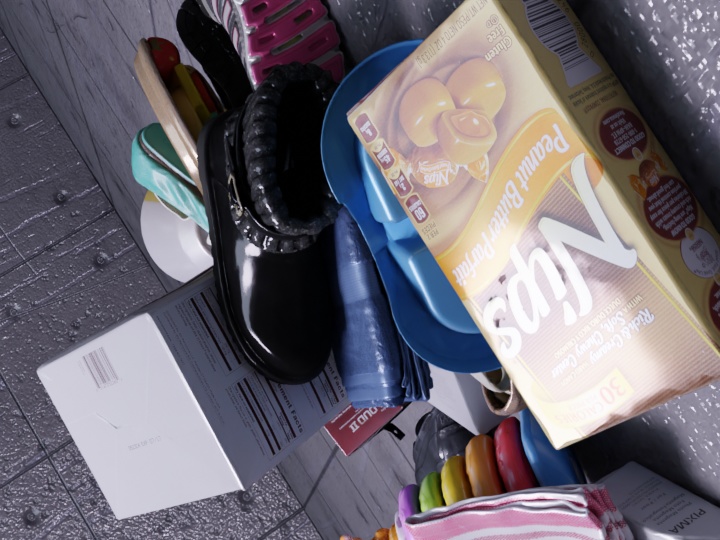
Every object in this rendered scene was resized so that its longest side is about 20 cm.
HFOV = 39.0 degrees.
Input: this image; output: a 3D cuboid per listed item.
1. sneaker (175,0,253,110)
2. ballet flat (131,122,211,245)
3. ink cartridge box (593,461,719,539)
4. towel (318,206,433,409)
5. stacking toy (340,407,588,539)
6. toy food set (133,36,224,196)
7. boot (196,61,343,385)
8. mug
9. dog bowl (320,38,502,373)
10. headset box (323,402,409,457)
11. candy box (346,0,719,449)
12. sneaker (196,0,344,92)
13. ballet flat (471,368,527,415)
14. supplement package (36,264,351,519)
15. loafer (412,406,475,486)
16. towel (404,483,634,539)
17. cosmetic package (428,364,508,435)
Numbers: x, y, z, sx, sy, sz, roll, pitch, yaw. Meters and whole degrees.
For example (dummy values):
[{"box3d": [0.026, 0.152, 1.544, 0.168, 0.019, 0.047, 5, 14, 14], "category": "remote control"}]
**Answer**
[{"box3d": [-0.087, -0.151, 0.903, 0.202, 0.075, 0.088, 61, 179, 6], "category": "sneaker"}, {"box3d": [-0.153, -0.068, 1.037, 0.199, 0.067, 0.071, 39, 138, 2], "category": "ballet flat"}, {"box3d": [0.232, 0.219, 0.608, 0.164, 0.056, 0.200, 64, 169, -18], "category": "ink cartridge box"}, {"box3d": [0.000, 0.000, 0.747, 0.111, 0.048, 0.204, 162, 94, -69], "category": "towel"}, {"box3d": [0.067, 0.183, 0.734, 0.117, 0.197, 0.110, 62, -167, -9], "category": "stacking toy"}, {"box3d": [-0.142, -0.124, 0.928, 0.200, 0.048, 0.200, 61, 179, 19], "category": "toy food set"}, {"box3d": [-0.047, -0.021, 0.677, 0.157, 0.078, 0.215, -2, 107, 63], "category": "boot"}, {"box3d": [-0.172, -0.069, 1.146, 0.189, 0.148, 0.153, 61, 164, -14], "category": "mug"}, {"box3d": [0.047, -0.038, 0.599, 0.202, 0.110, 0.050, 63, 177, -18], "category": "dog bowl"}, {"box3d": [-0.025, 0.093, 1.017, 0.201, 0.077, 0.149, 50, -175, 8], "category": "headset box"}, {"box3d": [0.090, -0.027, 0.488, 0.115, 0.055, 0.202, -36, 84, 47], "category": "candy box"}, {"box3d": [-0.074, -0.191, 0.752, 0.202, 0.073, 0.087, 64, 168, -14], "category": "sneaker"}, {"box3d": [0.072, 0.010, 0.674, 0.202, 0.067, 0.068, 62, 164, -12], "category": "ballet flat"}, {"box3d": [-0.116, 0.078, 0.836, 0.190, 0.199, 0.149, -23, 97, 44], "category": "supplement package"}, {"box3d": [0.083, 0.166, 0.960, 0.201, 0.067, 0.072, 96, 158, -70], "category": "loafer"}, {"box3d": [0.129, 0.231, 0.663, 0.145, 0.030, 0.202, -18, 108, 35], "category": "towel"}, {"box3d": [0.042, 0.032, 0.845, 0.199, 0.051, 0.152, 28, 147, 62], "category": "cosmetic package"}]
